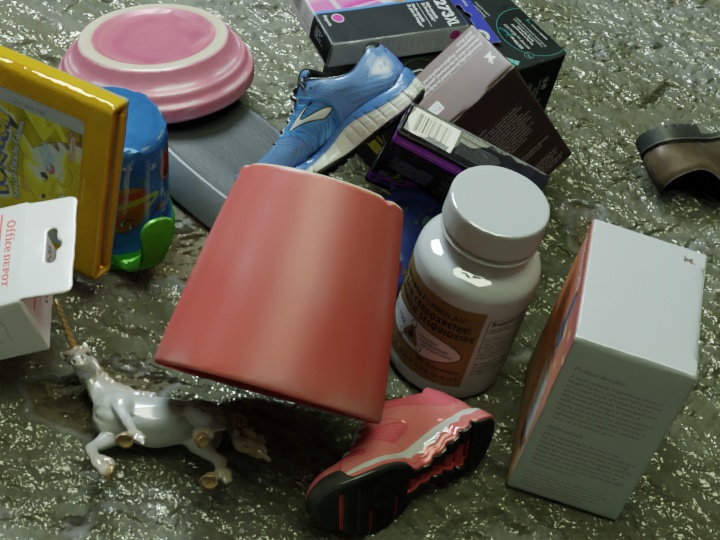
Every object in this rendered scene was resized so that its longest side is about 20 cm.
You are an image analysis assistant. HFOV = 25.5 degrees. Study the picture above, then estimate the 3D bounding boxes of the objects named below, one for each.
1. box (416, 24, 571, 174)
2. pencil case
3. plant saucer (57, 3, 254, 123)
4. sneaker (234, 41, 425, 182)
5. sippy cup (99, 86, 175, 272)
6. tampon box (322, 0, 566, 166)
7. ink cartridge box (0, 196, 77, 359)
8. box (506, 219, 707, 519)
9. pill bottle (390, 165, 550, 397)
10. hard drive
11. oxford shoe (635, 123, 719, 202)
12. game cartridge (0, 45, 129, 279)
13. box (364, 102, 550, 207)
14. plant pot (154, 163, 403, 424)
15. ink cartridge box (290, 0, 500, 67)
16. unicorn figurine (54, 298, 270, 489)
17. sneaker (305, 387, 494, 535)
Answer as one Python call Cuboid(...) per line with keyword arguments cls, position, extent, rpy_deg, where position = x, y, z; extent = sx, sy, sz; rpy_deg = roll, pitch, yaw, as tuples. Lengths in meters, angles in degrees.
Cuboid(cls="box", position=(0.125, -0.143, 1.562), extent=(0.100, 0.200, 0.075), rpy_deg=(-42, 61, 3))
Cuboid(cls="pencil case", position=(0.000, 0.000, 1.482), extent=(0.200, 0.087, 0.078), rpy_deg=(-40, 109, -40))
Cuboid(cls="plant saucer", position=(-0.207, -0.215, 1.605), extent=(0.199, 0.051, 0.201), rpy_deg=(-1, 34, 0))
Cuboid(cls="sneaker", position=(-0.040, -0.138, 1.478), extent=(0.089, 0.200, 0.079), rpy_deg=(54, 11, 3))
Cuboid(cls="sippy cup", position=(-0.232, -0.093, 1.461), extent=(0.177, 0.131, 0.140), rpy_deg=(23, 44, 6))
Cuboid(cls="tampon box", position=(0.081, -0.199, 1.661), extent=(0.199, 0.127, 0.150), rpy_deg=(-20, 55, -31))
Cuboid(cls="ink cartridge box", position=(-0.321, 0.016, 1.321), extent=(0.199, 0.068, 0.117), rpy_deg=(-12, 47, 7))
Cuboid(cls="box", position=(0.212, 0.087, 1.375), extent=(0.106, 0.201, 0.153), rpy_deg=(18, 44, 0))
Cuboid(cls="pill bottle", position=(0.098, 0.009, 1.414), extent=(0.114, 0.201, 0.115), rpy_deg=(9, 45, -9))
Cuboid(cls="hard drive", position=(-0.129, -0.106, 1.567), extent=(0.200, 0.042, 0.135), rpy_deg=(40, 49, 21))
Cuboid(cls="oxford shoe", position=(0.396, -0.110, 1.725), extent=(0.199, 0.073, 0.085), rpy_deg=(-5, 66, -19))
Cuboid(cls="game cartridge", position=(-0.301, -0.104, 1.401), extent=(0.199, 0.177, 0.032), rpy_deg=(22, 33, 16))
Cuboid(cls="box", position=(0.086, -0.087, 1.496), extent=(0.142, 0.200, 0.036), rpy_deg=(28, 77, -4))
Cuboid(cls="plant pot", position=(-0.053, 0.017, 1.311), extent=(0.199, 0.200, 0.178), rpy_deg=(16, 84, -1))
Cuboid(cls="ink cartridge box", position=(0.038, -0.256, 1.591), extent=(0.199, 0.037, 0.095), rpy_deg=(-10, 51, -26))
Cuboid(cls="unicorn figurine", position=(-0.179, 0.120, 1.316), extent=(0.199, 0.074, 0.137), rpy_deg=(25, 17, -17))
Cuboid(cls="sneaker", position=(0.020, 0.158, 1.355), extent=(0.199, 0.074, 0.087), rpy_deg=(-21, 43, -37))
